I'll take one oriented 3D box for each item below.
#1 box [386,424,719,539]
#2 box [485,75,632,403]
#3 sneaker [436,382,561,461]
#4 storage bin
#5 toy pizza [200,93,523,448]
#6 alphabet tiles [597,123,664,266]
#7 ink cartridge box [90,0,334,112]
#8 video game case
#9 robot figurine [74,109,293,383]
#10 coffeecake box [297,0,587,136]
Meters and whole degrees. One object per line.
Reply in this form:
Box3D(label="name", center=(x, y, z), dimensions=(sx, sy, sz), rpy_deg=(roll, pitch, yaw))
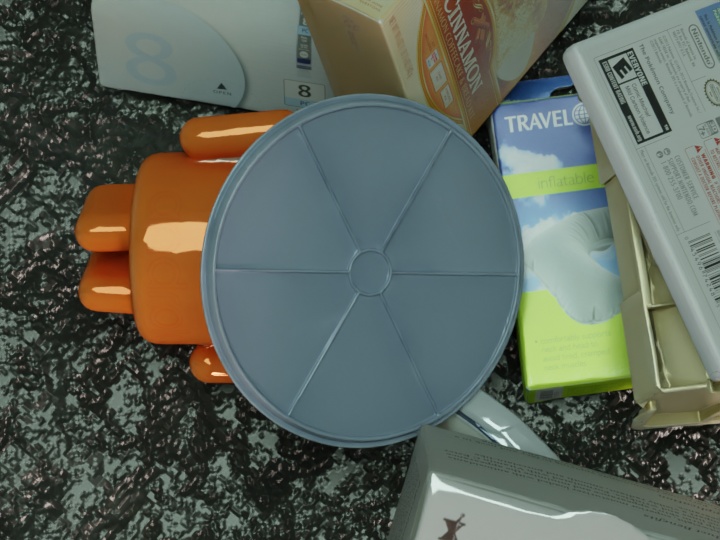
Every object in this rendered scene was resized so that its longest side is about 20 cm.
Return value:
Box3D(label="box", center=(0.102, 0.214, 1.569), dimensions=(0.198, 0.131, 0.201), rpy_deg=(16, 98, -3))
Box3D(label="box", center=(0.145, -0.029, 1.706), dimensions=(0.121, 0.048, 0.201), rpy_deg=(-7, 77, 0))
Box3D(label="sneaker", center=(0.087, 0.135, 1.661), dimensions=(0.200, 0.073, 0.071), rpy_deg=(44, 81, 12))
Box3D(label="storage bin", center=(0.233, -0.020, 1.640), dimensions=(0.197, 0.094, 0.201), rpy_deg=(-4, 77, -18))
Box3D(label="toy pizza", center=(0.000, 0.000, 1.617), dimensions=(0.199, 0.032, 0.202), rpy_deg=(-2, 95, -22))
Box3D(label="alphabet tiles", center=(0.232, -0.077, 1.600), dimensions=(0.199, 0.006, 0.167), rpy_deg=(-17, 82, -21))
Box3D(label="ink cartridge box", center=(-0.080, -0.172, 1.680), dimensions=(0.159, 0.200, 0.047), rpy_deg=(10, 57, 7))
Box3D(label="video game case", center=(0.230, -0.062, 1.581), dimensions=(0.181, 0.022, 0.201), rpy_deg=(-22, 82, -21))
Box3D(label="robot figurine", center=(-0.067, -0.011, 1.686), dimensions=(0.199, 0.117, 0.145), rpy_deg=(0, 74, 4))
Box3D(label="coffeecake box", center=(0.062, -0.180, 1.667), dimensions=(0.073, 0.154, 0.200), rpy_deg=(29, 68, 30))
